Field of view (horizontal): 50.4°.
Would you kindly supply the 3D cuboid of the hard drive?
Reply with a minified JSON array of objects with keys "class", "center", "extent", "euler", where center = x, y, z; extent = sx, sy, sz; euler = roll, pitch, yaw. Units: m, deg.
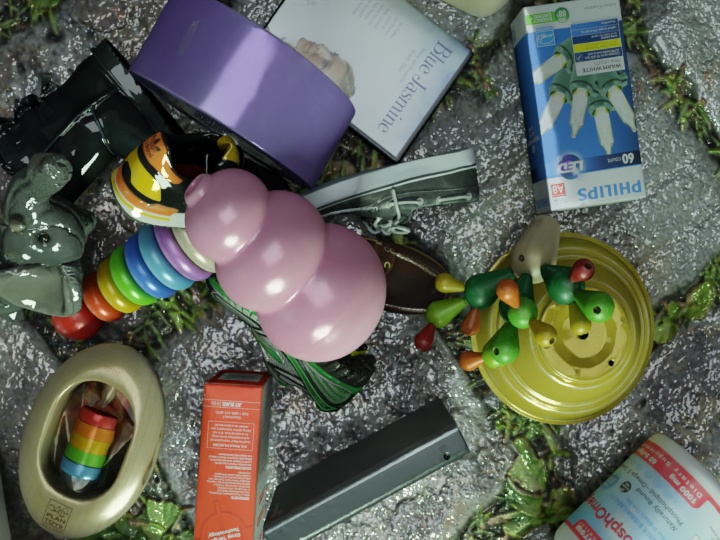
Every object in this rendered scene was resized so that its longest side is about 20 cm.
[{"class":"hard drive","center":[0.004,0.195,0.742],"extent":[0.197,0.140,0.033],"euler":[-29,91,-1]}]

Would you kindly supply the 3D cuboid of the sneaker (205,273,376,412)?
[{"class":"sneaker","center":[-0.084,0.069,0.774],"extent":[0.199,0.078,0.086],"euler":[40,117,11]}]

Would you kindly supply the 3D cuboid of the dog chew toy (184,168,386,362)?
[{"class":"dog chew toy","center":[-0.069,-0.010,0.663],"extent":[0.200,0.124,0.125],"euler":[41,89,-27]}]

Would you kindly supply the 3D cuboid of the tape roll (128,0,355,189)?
[{"class":"tape roll","center":[-0.108,-0.164,0.712],"extent":[0.198,0.200,0.086],"euler":[32,89,0]}]

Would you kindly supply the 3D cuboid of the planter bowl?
[{"class":"planter bowl","center":[0.214,0.062,0.773],"extent":[0.196,0.083,0.205],"euler":[0,91,0]}]

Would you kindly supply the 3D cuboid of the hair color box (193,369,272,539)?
[{"class":"hair color box","center":[-0.126,0.207,0.761],"extent":[0.060,0.102,0.205],"euler":[3,89,-1]}]

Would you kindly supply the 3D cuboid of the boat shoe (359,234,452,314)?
[{"class":"boat shoe","center":[0.000,0.000,0.776],"extent":[0.196,0.070,0.072],"euler":[17,101,-1]}]

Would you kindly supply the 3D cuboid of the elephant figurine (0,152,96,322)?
[{"class":"elephant figurine","center":[-0.303,-0.022,0.705],"extent":[0.196,0.155,0.145],"euler":[-9,95,15]}]

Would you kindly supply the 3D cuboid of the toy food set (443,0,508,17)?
[{"class":"toy food set","center":[0.070,-0.329,0.743],"extent":[0.197,0.144,0.061],"euler":[27,90,0]}]

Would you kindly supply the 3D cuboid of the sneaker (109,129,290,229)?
[{"class":"sneaker","center":[-0.123,-0.083,0.700],"extent":[0.090,0.198,0.071],"euler":[-37,67,35]}]

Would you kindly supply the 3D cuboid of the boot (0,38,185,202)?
[{"class":"boot","center":[-0.263,-0.114,0.776],"extent":[0.162,0.073,0.199],"euler":[-39,92,2]}]

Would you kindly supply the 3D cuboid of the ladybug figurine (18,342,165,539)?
[{"class":"ladybug figurine","center":[-0.266,0.170,0.774],"extent":[0.134,0.072,0.203],"euler":[24,89,-1]}]

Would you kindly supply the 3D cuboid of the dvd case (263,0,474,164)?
[{"class":"dvd case","center":[0.001,-0.228,0.804],"extent":[0.199,0.018,0.144],"euler":[37,89,-1]}]

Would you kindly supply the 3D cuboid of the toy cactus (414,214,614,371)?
[{"class":"toy cactus","center":[0.144,0.012,0.718],"extent":[0.102,0.198,0.166],"euler":[44,54,-21]}]

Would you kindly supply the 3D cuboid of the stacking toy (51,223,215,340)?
[{"class":"stacking toy","center":[-0.226,0.009,0.767],"extent":[0.198,0.085,0.086],"euler":[-32,90,15]}]

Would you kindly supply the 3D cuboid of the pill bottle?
[{"class":"pill bottle","center":[0.265,0.269,0.760],"extent":[0.200,0.109,0.109],"euler":[-44,90,-1]}]

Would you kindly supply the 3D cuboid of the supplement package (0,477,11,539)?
[{"class":"supplement package","center":[-0.409,0.245,0.704],"extent":[0.118,0.122,0.202],"euler":[-31,55,0]}]

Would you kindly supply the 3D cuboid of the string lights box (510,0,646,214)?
[{"class":"string lights box","center":[0.221,-0.166,0.785],"extent":[0.100,0.059,0.205],"euler":[-9,90,-2]}]

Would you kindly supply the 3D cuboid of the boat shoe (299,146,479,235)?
[{"class":"boat shoe","center":[0.029,-0.071,0.774],"extent":[0.196,0.073,0.070],"euler":[-16,99,-20]}]
